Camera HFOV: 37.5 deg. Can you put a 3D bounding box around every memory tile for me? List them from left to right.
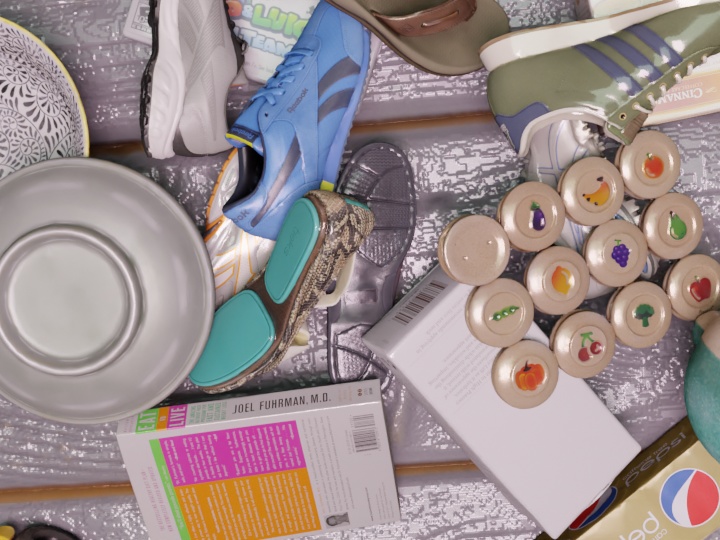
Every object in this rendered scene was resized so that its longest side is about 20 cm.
[{"bbox_3d":[0.164,-0.002,0.763,0.200,0.017,0.153,-25,101,-12],"label":"memory tile"}]

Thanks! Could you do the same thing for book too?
[{"bbox_3d":[-0.075,0.154,0.826,0.200,0.048,0.134,-7,127,3],"label":"book"}]

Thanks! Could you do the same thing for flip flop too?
[{"bbox_3d":[0.041,-0.204,0.769,0.200,0.058,0.081,24,72,-38],"label":"flip flop"}]

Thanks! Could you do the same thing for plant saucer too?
[{"bbox_3d":[-0.207,0.019,0.763,0.200,0.050,0.200,0,99,2],"label":"plant saucer"}]

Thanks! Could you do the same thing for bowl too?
[{"bbox_3d":[-0.295,-0.095,0.827,0.201,0.094,0.201,0,94,4],"label":"bowl"}]

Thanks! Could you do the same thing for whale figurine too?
[{"bbox_3d":[0.298,0.094,0.752,0.159,0.200,0.104,36,105,23],"label":"whale figurine"}]

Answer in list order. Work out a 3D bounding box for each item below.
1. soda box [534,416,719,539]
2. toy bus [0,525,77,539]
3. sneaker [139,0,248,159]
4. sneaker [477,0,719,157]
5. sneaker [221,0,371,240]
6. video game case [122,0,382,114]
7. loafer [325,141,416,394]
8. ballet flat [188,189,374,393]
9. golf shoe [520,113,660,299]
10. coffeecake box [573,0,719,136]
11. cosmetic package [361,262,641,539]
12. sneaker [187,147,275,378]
[{"bbox_3d":[0.228,0.188,0.829,0.200,0.068,0.064,-40,91,6],"label":"soda box"},{"bbox_3d":[-0.240,0.304,0.809,0.200,0.192,0.136,22,97,3],"label":"toy bus"},{"bbox_3d":[-0.122,-0.183,0.804,0.079,0.074,0.200,4,96,-16],"label":"sneaker"},{"bbox_3d":[0.186,-0.131,0.732,0.200,0.067,0.090,-10,86,13],"label":"sneaker"},{"bbox_3d":[-0.049,-0.121,0.778,0.078,0.066,0.200,18,83,-30],"label":"sneaker"},{"bbox_3d":[-0.067,-0.240,0.836,0.200,0.024,0.182,19,95,2],"label":"video game case"},{"bbox_3d":[0.000,0.000,0.835,0.072,0.063,0.200,5,92,-10],"label":"loafer"},{"bbox_3d":[-0.051,0.023,0.776,0.200,0.075,0.068,-53,50,31],"label":"ballet flat"},{"bbox_3d":[0.147,-0.068,0.813,0.097,0.078,0.200,-28,91,11],"label":"golf shoe"},{"bbox_3d":[0.241,-0.215,0.793,0.153,0.073,0.200,-11,94,5],"label":"coffeecake box"},{"bbox_3d":[0.107,0.094,0.800,0.102,0.074,0.200,-42,105,-7],"label":"cosmetic package"},{"bbox_3d":[-0.090,0.000,0.835,0.092,0.076,0.200,22,97,-3],"label":"sneaker"}]
